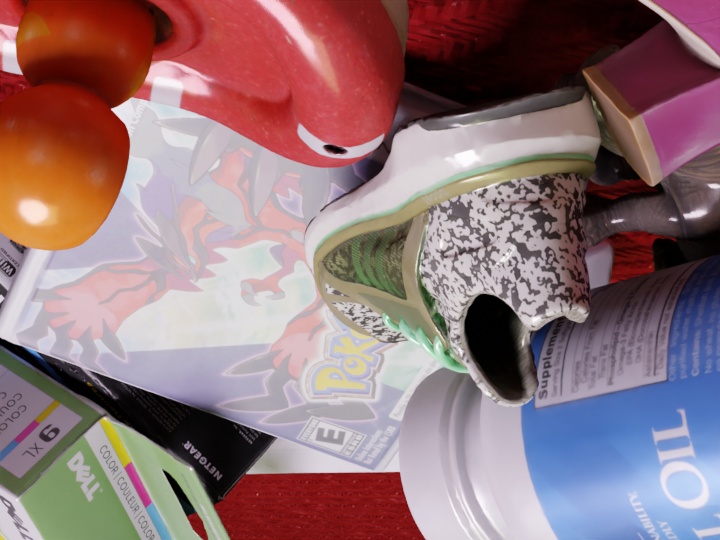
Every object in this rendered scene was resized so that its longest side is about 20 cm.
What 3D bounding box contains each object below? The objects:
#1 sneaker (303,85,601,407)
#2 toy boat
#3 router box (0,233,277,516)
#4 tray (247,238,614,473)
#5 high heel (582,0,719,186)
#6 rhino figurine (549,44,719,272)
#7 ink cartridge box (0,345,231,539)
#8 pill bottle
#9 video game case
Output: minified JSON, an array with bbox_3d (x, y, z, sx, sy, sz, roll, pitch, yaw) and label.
[{"bbox_3d":[0.031,0.009,0.708,0.077,0.089,0.200,-7,165,-14],"label":"sneaker"},{"bbox_3d":[-0.086,-0.068,0.650,0.199,0.131,0.131,12,161,-3],"label":"toy boat"},{"bbox_3d":[-0.141,0.033,0.956,0.200,0.051,0.149,45,155,-5],"label":"router box"},{"bbox_3d":[0.020,0.038,0.931,0.200,0.108,0.022,-6,151,40],"label":"tray"},{"bbox_3d":[0.099,-0.109,0.582,0.096,0.067,0.200,-32,134,-3],"label":"high heel"},{"bbox_3d":[0.123,-0.034,0.741,0.087,0.060,0.200,-9,152,24],"label":"rhino figurine"},{"bbox_3d":[-0.149,0.094,0.930,0.200,0.059,0.104,27,151,33],"label":"ink cartridge box"},{"bbox_3d":[0.114,0.056,0.733,0.200,0.113,0.112,-18,147,41],"label":"pill bottle"},{"bbox_3d":[-0.034,-0.008,0.819,0.182,0.023,0.200,21,135,-12],"label":"video game case"}]
